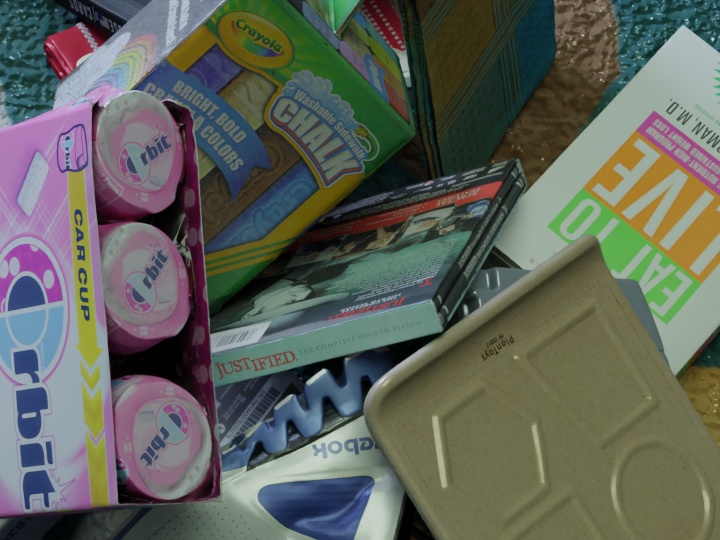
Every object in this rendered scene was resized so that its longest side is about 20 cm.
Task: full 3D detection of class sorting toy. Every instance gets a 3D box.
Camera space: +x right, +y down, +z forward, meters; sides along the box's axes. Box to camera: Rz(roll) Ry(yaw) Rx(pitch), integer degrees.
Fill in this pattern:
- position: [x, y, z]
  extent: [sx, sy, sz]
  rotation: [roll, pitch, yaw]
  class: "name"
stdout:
- position: [0.104, 0.107, 1.436]
  extent: [0.185, 0.036, 0.201]
  rotation: [-33, 97, -37]
  class: "sorting toy"

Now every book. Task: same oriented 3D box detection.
- position: [0.176, -0.032, 1.613]
  extent: [0.133, 0.048, 0.200]
  rotation: [37, 62, 11]
  class: "book"

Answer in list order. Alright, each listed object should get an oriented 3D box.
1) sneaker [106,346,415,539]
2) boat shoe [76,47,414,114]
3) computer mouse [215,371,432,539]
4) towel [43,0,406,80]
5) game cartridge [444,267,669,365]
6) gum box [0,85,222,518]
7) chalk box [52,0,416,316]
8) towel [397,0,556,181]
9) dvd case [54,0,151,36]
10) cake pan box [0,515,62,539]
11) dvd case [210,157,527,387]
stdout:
- position: [-0.035, 0.138, 1.418]
  extent: [0.199, 0.081, 0.115]
  rotation: [-38, 78, -2]
  class: "sneaker"
- position: [-0.060, -0.093, 1.597]
  extent: [0.199, 0.060, 0.072]
  rotation: [-3, 21, -9]
  class: "boat shoe"
- position: [-0.018, 0.112, 1.502]
  extent: [0.200, 0.044, 0.110]
  rotation: [35, 67, 10]
  class: "computer mouse"
- position: [-0.070, -0.119, 1.660]
  extent: [0.199, 0.023, 0.145]
  rotation: [-25, 63, -18]
  class: "towel"
- position: [0.113, 0.100, 1.482]
  extent: [0.133, 0.040, 0.201]
  rotation: [4, 70, -28]
  class: "game cartridge"
- position: [-0.132, 0.016, 1.366]
  extent: [0.066, 0.113, 0.201]
  rotation: [0, 83, -40]
  class: "gum box"
- position: [-0.053, -0.098, 1.489]
  extent: [0.200, 0.124, 0.125]
  rotation: [-39, 20, 14]
  class: "chalk box"
- position: [0.067, -0.143, 1.582]
  extent: [0.022, 0.200, 0.147]
  rotation: [21, 58, 23]
  class: "towel"
- position: [-0.065, -0.184, 1.650]
  extent: [0.199, 0.025, 0.150]
  rotation: [-25, 29, -21]
  class: "dvd case"
- position: [-0.235, 0.077, 1.475]
  extent: [0.200, 0.052, 0.184]
  rotation: [-45, 67, -1]
  class: "cake pan box"
- position: [0.000, 0.000, 1.495]
  extent: [0.145, 0.022, 0.200]
  rotation: [-15, 17, 21]
  class: "dvd case"
